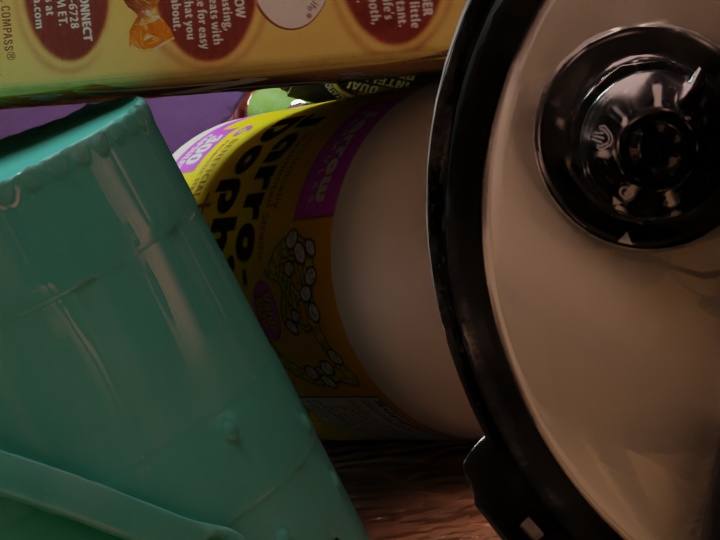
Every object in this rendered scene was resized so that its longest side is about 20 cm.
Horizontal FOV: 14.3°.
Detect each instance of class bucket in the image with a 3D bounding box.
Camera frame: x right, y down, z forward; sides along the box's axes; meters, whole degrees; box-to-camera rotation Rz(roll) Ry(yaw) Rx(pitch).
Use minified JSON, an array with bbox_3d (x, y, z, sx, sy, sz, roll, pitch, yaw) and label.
[{"bbox_3d":[-0.113,0.049,0.756,0.207,0.135,0.207,-22,9,4],"label":"bucket"}]

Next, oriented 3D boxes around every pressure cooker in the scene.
[{"bbox_3d":[0.096,-0.015,0.536,0.178,0.176,0.200,-24,6,7],"label":"pressure cooker"}]

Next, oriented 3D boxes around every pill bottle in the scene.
[{"bbox_3d":[0.017,-0.002,0.843,0.104,0.105,0.200,-27,11,-30],"label":"pill bottle"}]

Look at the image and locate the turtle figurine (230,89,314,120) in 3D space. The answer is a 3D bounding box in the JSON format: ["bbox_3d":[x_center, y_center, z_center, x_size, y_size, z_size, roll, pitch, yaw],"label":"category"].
[{"bbox_3d":[0.012,-0.080,1.154,0.144,0.201,0.194,5,-12,-32],"label":"turtle figurine"}]

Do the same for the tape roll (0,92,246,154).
[{"bbox_3d":[-0.137,-0.018,1.077,0.200,0.085,0.200,-49,5,6],"label":"tape roll"}]

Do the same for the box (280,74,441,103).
[{"bbox_3d":[0.041,-0.123,0.982,0.161,0.049,0.200,10,41,-21],"label":"box"}]

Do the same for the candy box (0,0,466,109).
[{"bbox_3d":[-0.055,-0.077,0.814,0.199,0.055,0.115,-3,3,13],"label":"candy box"}]
